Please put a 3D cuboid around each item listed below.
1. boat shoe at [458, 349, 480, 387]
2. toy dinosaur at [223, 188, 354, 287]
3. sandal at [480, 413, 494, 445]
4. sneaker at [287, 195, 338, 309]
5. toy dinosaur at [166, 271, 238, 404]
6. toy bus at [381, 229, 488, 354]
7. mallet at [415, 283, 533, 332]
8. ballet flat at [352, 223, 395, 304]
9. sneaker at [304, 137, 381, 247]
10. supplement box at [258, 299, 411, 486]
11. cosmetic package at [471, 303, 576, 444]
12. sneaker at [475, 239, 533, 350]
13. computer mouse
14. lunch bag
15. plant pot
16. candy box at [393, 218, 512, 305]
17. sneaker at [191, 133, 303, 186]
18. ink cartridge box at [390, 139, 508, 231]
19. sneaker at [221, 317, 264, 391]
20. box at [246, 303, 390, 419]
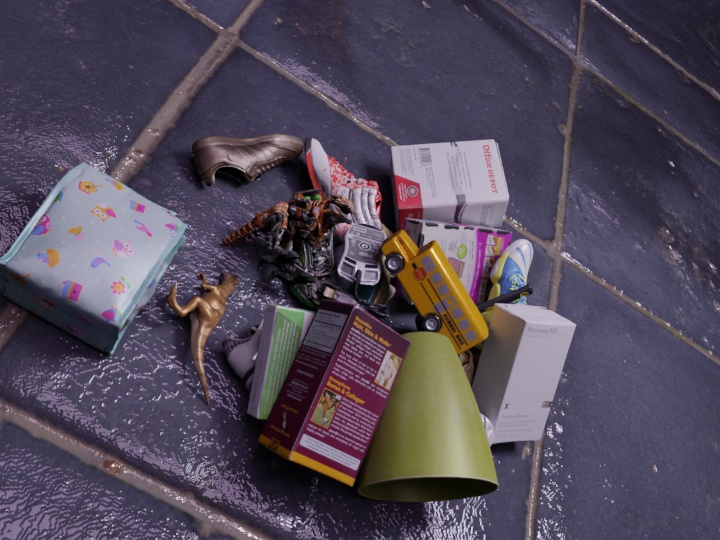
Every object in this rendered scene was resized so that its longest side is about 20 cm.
[{"bbox_3d":[0.146,0.155,1.091,0.197,0.074,0.077,9,55,-27],"label":"boat shoe"},{"bbox_3d":[-0.105,-0.054,1.021,0.102,0.198,0.138,28,51,-45],"label":"toy dinosaur"},{"bbox_3d":[0.102,0.226,1.030,0.200,0.050,0.084,24,74,0],"label":"sandal"},{"bbox_3d":[-0.076,-0.032,1.068,0.077,0.085,0.203,-2,62,-33],"label":"sneaker"},{"bbox_3d":[-0.215,0.063,0.931,0.105,0.060,0.202,27,49,-17],"label":"toy dinosaur"},{"bbox_3d":[0.110,0.027,1.035,0.202,0.078,0.065,58,17,-6],"label":"toy bus"},{"bbox_3d":[0.180,0.061,1.100,0.066,0.198,0.042,51,15,-44],"label":"mallet"},{"bbox_3d":[0.030,0.010,1.126,0.070,0.071,0.203,22,50,-18],"label":"ballet flat"},{"bbox_3d":[-0.026,-0.145,1.158,0.106,0.067,0.205,-17,69,4],"label":"sneaker"},{"bbox_3d":[-0.031,0.154,0.878,0.110,0.085,0.203,33,74,-33],"label":"supplement box"},{"bbox_3d":[0.246,0.159,1.068,0.111,0.204,0.081,3,19,-29],"label":"cosmetic package"},{"bbox_3d":[0.260,0.055,1.147,0.075,0.203,0.105,12,16,-40],"label":"sneaker"},{"bbox_3d":[0.000,0.000,1.036,0.108,0.044,0.201,16,38,0],"label":"computer mouse"},{"bbox_3d":[-0.333,-0.025,0.875,0.169,0.122,0.202,30,54,-10],"label":"lunch bag"},{"bbox_3d":[0.085,0.194,0.930,0.184,0.187,0.204,12,61,-25],"label":"plant pot"},{"bbox_3d":[0.160,-0.011,1.176,0.197,0.061,0.139,4,99,-32],"label":"candy box"},{"bbox_3d":[-0.180,-0.177,1.127,0.197,0.070,0.077,-9,83,-33],"label":"sneaker"},{"bbox_3d":[0.157,-0.153,1.247,0.196,0.084,0.147,-4,57,0],"label":"ink cartridge box"},{"bbox_3d":[-0.102,0.092,0.980,0.198,0.077,0.081,-26,66,-43],"label":"sneaker"},{"bbox_3d":[-0.053,0.132,0.936,0.198,0.036,0.147,14,85,-39],"label":"box"}]
